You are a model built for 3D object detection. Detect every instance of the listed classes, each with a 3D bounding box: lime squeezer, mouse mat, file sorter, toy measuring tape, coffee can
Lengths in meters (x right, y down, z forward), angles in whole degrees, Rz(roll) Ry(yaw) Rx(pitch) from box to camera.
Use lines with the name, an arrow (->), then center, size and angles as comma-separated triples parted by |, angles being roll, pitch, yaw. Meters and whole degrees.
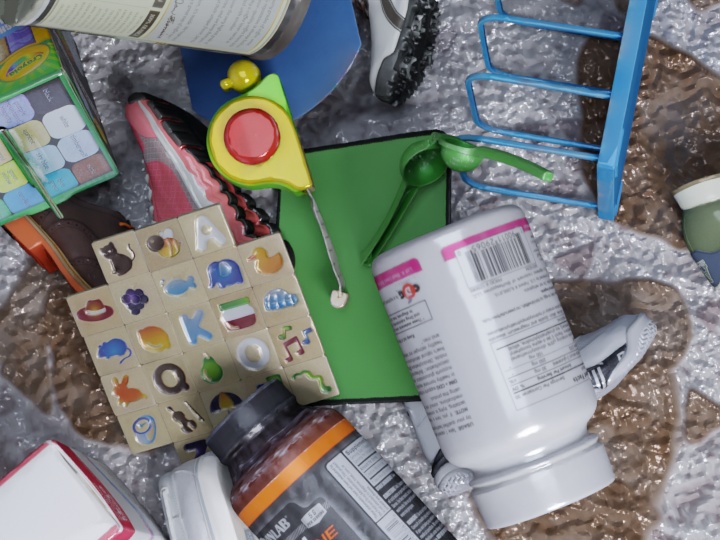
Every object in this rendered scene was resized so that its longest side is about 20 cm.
lime squeezer -> 0.058, -0.066, 1.208 | 0.038, 0.200, 0.071 | 27, 58, -30
mouse mat -> 0.000, 0.000, 1.286 | 0.161, 0.008, 0.200 | -5, 78, 34
file sorter -> 0.150, -0.160, 1.289 | 0.123, 0.139, 0.200 | 11, 78, 10
toy measuring tape -> -0.068, -0.059, 1.283 | 0.073, 0.074, 0.200 | -18, 86, 0
coffee can -> -0.150, -0.235, 1.240 | 0.200, 0.146, 0.147 | 4, 74, -33

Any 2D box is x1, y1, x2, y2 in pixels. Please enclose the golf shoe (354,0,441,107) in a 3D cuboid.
golf shoe -> 0.017, -0.221, 1.351 | 0.094, 0.078, 0.200 | 5, 68, 12

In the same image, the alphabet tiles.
alphabet tiles -> -0.115, 0.055, 1.267 | 0.166, 0.006, 0.200 | -17, 108, 9

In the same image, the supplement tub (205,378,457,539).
supplement tub -> -0.020, 0.173, 1.232 | 0.107, 0.107, 0.200 | -43, 83, -5

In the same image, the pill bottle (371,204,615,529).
pill bottle -> 0.093, 0.066, 1.176 | 0.113, 0.113, 0.200 | -21, 87, 0

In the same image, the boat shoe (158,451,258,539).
boat shoe -> -0.102, 0.235, 1.257 | 0.068, 0.072, 0.200 | -20, 82, 22

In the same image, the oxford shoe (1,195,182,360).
oxford shoe -> -0.193, -0.007, 1.317 | 0.200, 0.071, 0.073 | 41, 80, 13

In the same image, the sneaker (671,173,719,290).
sneaker -> 0.339, -0.038, 1.285 | 0.200, 0.067, 0.090 | -11, 84, 2

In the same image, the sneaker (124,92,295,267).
sneaker -> -0.137, -0.050, 1.321 | 0.087, 0.074, 0.200 | -41, 69, 16

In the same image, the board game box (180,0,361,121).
board game box -> -0.070, -0.204, 1.355 | 0.158, 0.039, 0.200 | -21, 73, 27

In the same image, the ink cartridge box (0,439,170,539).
ink cartridge box -> -0.224, 0.203, 1.203 | 0.148, 0.200, 0.086 | -42, 77, -5

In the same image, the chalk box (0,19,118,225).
chalk box -> -0.267, -0.119, 1.287 | 0.124, 0.124, 0.200 | -23, 51, -1

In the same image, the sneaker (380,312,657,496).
sneaker -> 0.113, 0.067, 1.269 | 0.200, 0.075, 0.115 | -36, 79, 0
